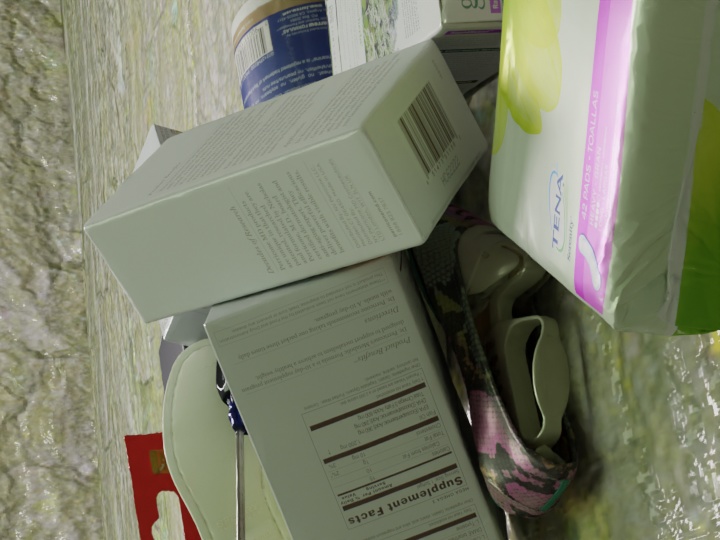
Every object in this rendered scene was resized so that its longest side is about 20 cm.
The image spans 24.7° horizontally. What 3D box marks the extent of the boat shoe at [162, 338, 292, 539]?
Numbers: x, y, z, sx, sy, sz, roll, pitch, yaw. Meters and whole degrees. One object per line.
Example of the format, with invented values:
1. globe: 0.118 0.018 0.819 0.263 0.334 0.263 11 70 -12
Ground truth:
1. boat shoe: -0.068 0.137 0.986 0.060 0.071 0.203 65 -175 -61

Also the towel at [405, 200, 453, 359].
1. towel: 0.000 0.000 1.027 0.036 0.147 0.202 23 117 49

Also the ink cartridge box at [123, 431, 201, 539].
1. ink cartridge box: -0.051 0.158 1.113 0.050 0.198 0.162 109 153 -50

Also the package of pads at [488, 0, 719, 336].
1. package of pads: 0.116 -0.090 0.741 0.155 0.067 0.202 -131 41 -64

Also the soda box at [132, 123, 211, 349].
1. soda box: -0.106 -0.023 1.099 0.064 0.067 0.200 -65 25 22

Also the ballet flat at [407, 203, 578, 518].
1. ballet flat: 0.081 0.034 0.903 0.071 0.069 0.202 -45 51 45

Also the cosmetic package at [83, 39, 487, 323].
1. cosmetic package: -0.042 -0.045 0.889 0.199 0.102 0.072 -15 115 36

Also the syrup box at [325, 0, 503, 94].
1. syrup box: 0.046 -0.153 0.945 0.200 0.080 0.080 157 108 -70

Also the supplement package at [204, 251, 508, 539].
1. supplement package: 0.003 0.089 0.925 0.114 0.108 0.202 -83 -28 -77

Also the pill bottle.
1. pill bottle: -0.021 -0.090 1.127 0.111 0.110 0.202 122 140 -62

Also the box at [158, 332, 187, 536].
1. box: -0.070 0.109 1.262 0.105 0.146 0.202 109 152 -51

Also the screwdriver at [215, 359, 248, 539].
1. screwdriver: -0.065 0.106 0.940 0.028 0.029 0.201 54 -159 -47
